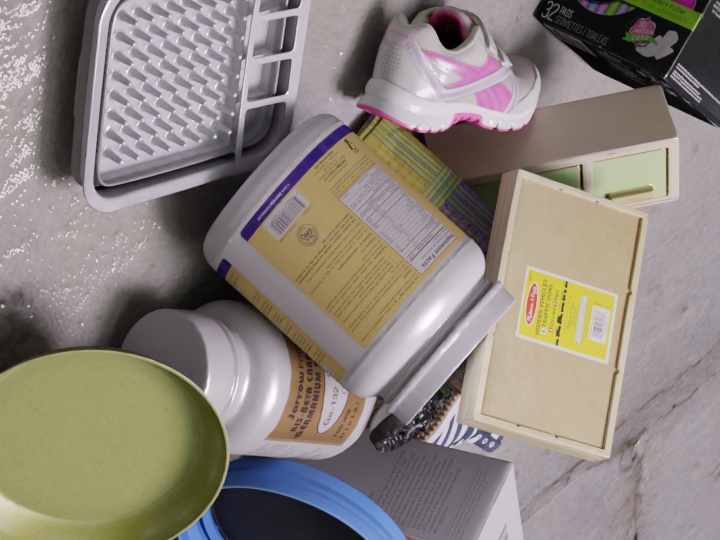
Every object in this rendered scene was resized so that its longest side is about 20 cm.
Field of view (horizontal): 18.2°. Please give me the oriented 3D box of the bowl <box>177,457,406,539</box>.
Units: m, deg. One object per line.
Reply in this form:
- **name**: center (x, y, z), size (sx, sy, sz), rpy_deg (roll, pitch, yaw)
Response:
- **bowl**: center (-0.048, 0.223, 1.782), size (0.202, 0.199, 0.040), rpy_deg (78, 30, -45)

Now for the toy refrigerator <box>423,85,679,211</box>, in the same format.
- **toy refrigerator**: center (0.156, -0.083, 1.831), size (0.198, 0.070, 0.076), rpy_deg (-11, 139, -2)

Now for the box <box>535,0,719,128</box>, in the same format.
- **box**: center (0.272, -0.252, 1.888), size (0.201, 0.148, 0.124), rpy_deg (-60, 144, 0)

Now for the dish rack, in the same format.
- **dish rack**: center (-0.122, -0.140, 1.551), size (0.199, 0.043, 0.173), rpy_deg (-21, 130, -44)

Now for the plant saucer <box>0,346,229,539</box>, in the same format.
- **plant saucer**: center (-0.192, 0.124, 1.581), size (0.198, 0.031, 0.201), rpy_deg (-4, 128, -6)

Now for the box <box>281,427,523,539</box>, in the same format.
- **box**: center (0.023, 0.209, 1.837), size (0.125, 0.198, 0.098), rpy_deg (78, 32, -44)

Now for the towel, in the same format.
- **towel**: center (0.041, -0.015, 1.743), size (0.144, 0.200, 0.023), rpy_deg (-49, 179, -21)

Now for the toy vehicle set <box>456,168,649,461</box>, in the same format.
- **toy vehicle set**: center (0.150, 0.035, 1.734), size (0.123, 0.026, 0.202), rpy_deg (18, 74, -23)

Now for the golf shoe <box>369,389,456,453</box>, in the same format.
- **golf shoe**: center (0.050, 0.057, 1.791), size (0.200, 0.094, 0.078), rpy_deg (-51, 174, -30)

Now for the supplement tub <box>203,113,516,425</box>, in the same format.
- **supplement tub**: center (0.000, 0.000, 1.639), size (0.146, 0.200, 0.145), rpy_deg (-48, 177, -3)

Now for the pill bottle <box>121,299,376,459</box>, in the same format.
- **pill bottle**: center (-0.086, 0.082, 1.695), size (0.199, 0.114, 0.115), rpy_deg (10, 106, -54)

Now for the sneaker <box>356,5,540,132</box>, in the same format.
- **sneaker**: center (0.082, -0.162, 1.767), size (0.199, 0.081, 0.089), rpy_deg (-11, 119, -54)

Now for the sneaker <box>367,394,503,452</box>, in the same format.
- **sneaker**: center (0.063, 0.140, 1.973), size (0.200, 0.070, 0.109), rpy_deg (-44, 143, -25)
